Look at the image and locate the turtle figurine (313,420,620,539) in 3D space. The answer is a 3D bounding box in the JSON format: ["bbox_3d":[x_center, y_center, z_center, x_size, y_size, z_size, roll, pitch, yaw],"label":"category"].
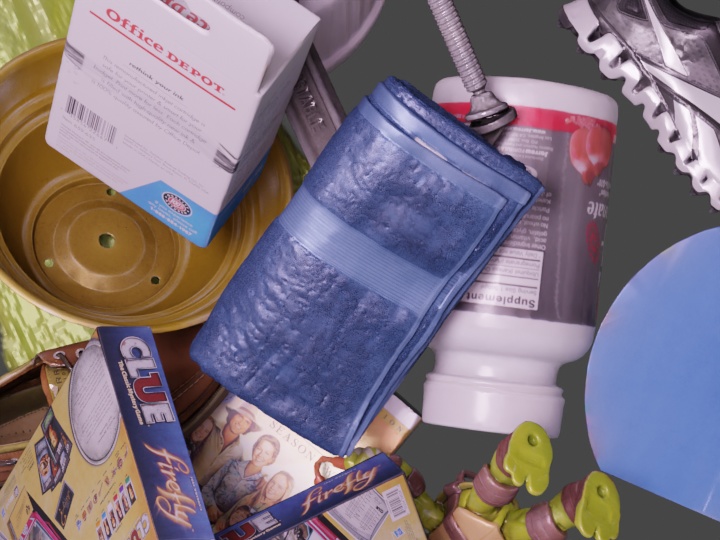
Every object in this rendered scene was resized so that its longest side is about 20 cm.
[{"bbox_3d":[0.079,0.154,1.245,0.200,0.064,0.161,48,137,-6],"label":"turtle figurine"}]

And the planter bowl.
[{"bbox_3d":[-0.145,-0.035,1.270,0.199,0.084,0.201,7,60,-13],"label":"planter bowl"}]

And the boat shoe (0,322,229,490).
[{"bbox_3d":[-0.164,0.079,1.268,0.199,0.068,0.072,-29,59,13],"label":"boat shoe"}]

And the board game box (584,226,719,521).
[{"bbox_3d":[0.229,0.068,1.270,0.199,0.039,0.159,23,94,-7],"label":"board game box"}]

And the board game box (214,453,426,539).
[{"bbox_3d":[-0.010,0.220,1.208,0.135,0.035,0.201,-24,112,-13],"label":"board game box"}]

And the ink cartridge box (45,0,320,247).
[{"bbox_3d":[-0.095,-0.113,1.161,0.116,0.200,0.067,34,57,4],"label":"ink cartridge box"}]

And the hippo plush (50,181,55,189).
[{"bbox_3d":[-0.291,-0.069,1.262,0.199,0.161,0.160,5,88,5],"label":"hippo plush"}]

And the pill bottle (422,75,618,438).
[{"bbox_3d":[0.086,-0.007,1.251,0.110,0.111,0.201,6,89,5],"label":"pill bottle"}]

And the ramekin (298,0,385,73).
[{"bbox_3d":[-0.073,-0.207,1.256,0.201,0.094,0.204,2,75,-8],"label":"ramekin"}]

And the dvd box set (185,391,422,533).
[{"bbox_3d":[-0.078,0.119,1.301,0.146,0.029,0.200,41,92,6],"label":"dvd box set"}]

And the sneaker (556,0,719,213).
[{"bbox_3d":[0.208,-0.103,1.260,0.090,0.066,0.200,-41,83,17],"label":"sneaker"}]

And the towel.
[{"bbox_3d":[0.000,0.000,1.180,0.111,0.049,0.200,32,107,-13],"label":"towel"}]

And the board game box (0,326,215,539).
[{"bbox_3d":[-0.149,0.143,1.191,0.034,0.200,0.136,0,54,-32],"label":"board game box"}]

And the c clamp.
[{"bbox_3d":[0.023,-0.134,1.176,0.170,0.027,0.201,-16,107,11],"label":"c clamp"}]
